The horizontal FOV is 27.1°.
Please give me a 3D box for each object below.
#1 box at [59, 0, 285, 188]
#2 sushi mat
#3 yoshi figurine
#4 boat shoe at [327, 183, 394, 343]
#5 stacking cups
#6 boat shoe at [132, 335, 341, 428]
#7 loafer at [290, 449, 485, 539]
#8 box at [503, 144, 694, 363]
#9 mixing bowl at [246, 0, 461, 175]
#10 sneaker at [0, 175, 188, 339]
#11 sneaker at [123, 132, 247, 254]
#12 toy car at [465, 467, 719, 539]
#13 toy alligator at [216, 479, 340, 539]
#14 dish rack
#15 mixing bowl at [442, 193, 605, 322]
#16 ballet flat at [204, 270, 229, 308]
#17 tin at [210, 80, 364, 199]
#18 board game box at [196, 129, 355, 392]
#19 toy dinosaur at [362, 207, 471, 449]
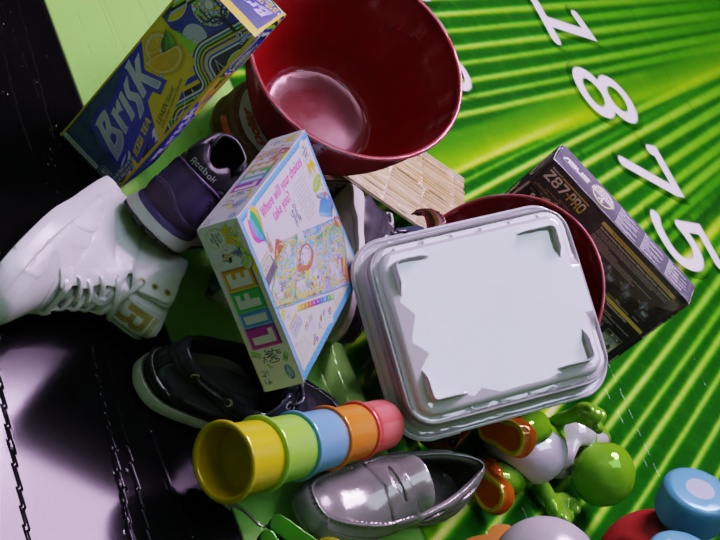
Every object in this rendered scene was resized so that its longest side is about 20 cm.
[{"bbox_3d":[-0.152,-0.155,1.191,0.070,0.200,0.064,46,34,-3],"label":"box"},{"bbox_3d":[0.025,-0.101,1.437,0.200,0.012,0.096,33,44,-26],"label":"sushi mat"},{"bbox_3d":[0.185,0.175,1.354,0.200,0.112,0.113,3,70,-51],"label":"yoshi figurine"},{"bbox_3d":[0.000,0.000,1.337,0.060,0.074,0.200,29,29,-20],"label":"boat shoe"},{"bbox_3d":[-0.040,0.132,1.122,0.200,0.060,0.061,-2,58,-56],"label":"stacking cups"},{"bbox_3d":[-0.077,0.091,1.152,0.199,0.066,0.075,25,39,-33],"label":"boat shoe"},{"bbox_3d":[0.025,0.173,1.182,0.200,0.070,0.070,-3,56,-52],"label":"loafer"},{"bbox_3d":[0.209,-0.001,1.500,0.200,0.161,0.049,45,33,-4],"label":"box"},{"bbox_3d":[-0.022,-0.161,1.325,0.199,0.108,0.201,10,62,-20],"label":"mixing bowl"},{"bbox_3d":[-0.193,0.010,1.091,0.116,0.074,0.200,44,31,-2],"label":"sneaker"},{"bbox_3d":[-0.119,-0.068,1.199,0.076,0.088,0.200,46,9,-5],"label":"sneaker"},{"bbox_3d":[0.181,0.251,1.246,0.199,0.185,0.177,21,32,9],"label":"toy car"},{"bbox_3d":[-0.039,0.219,1.084,0.199,0.059,0.054,28,69,-1],"label":"toy alligator"},{"bbox_3d":[0.104,0.036,1.225,0.199,0.044,0.172,-13,79,-18],"label":"dish rack"},{"bbox_3d":[0.140,0.042,1.375,0.108,0.199,0.201,43,22,-59],"label":"mixing bowl"},{"bbox_3d":[-0.067,-0.009,1.272,0.072,0.072,0.200,44,33,-8],"label":"ballet flat"},{"bbox_3d":[-0.054,-0.126,1.412,0.199,0.042,0.112,-2,61,-46],"label":"tin"},{"bbox_3d":[-0.057,-0.013,1.152,0.200,0.034,0.135,-61,134,-64],"label":"board game box"},{"bbox_3d":[0.072,0.057,1.309,0.104,0.182,0.200,6,16,11],"label":"toy dinosaur"}]
